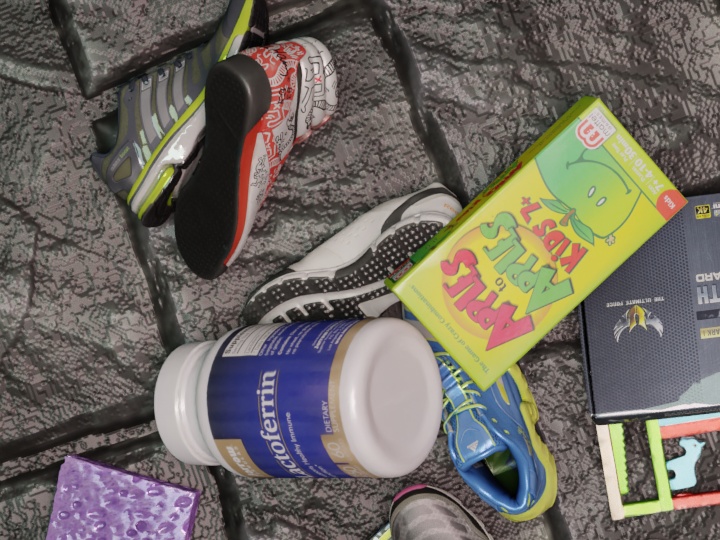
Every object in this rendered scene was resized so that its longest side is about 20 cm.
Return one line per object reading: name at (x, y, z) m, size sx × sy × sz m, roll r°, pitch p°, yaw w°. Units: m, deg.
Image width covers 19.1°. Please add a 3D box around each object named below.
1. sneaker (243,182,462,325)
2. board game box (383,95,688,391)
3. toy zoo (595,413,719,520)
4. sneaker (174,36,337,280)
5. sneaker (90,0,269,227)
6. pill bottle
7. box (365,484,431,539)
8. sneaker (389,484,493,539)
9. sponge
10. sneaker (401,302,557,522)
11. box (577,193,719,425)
sneaker at (0.000, 0.000, 1.625) m, size 0.199 × 0.080 × 0.074 m, roll -25°, pitch 116°, yaw 24°
board game box at (0.125, -0.020, 1.534) m, size 0.200 × 0.048 × 0.102 m, roll -43°, pitch 100°, yaw -1°
toy zoo at (0.276, 0.107, 1.600) m, size 0.199 × 0.020 × 0.132 m, roll -9°, pitch 90°, yaw 10°
sneaker at (-0.074, -0.086, 1.627) m, size 0.067 × 0.108 × 0.202 m, roll 38°, pitch 134°, yaw 27°
sneaker at (-0.140, -0.136, 1.636) m, size 0.081 × 0.074 × 0.200 m, roll 33°, pitch 95°, yaw 10°
pill bottle at (-0.049, 0.096, 1.577) m, size 0.199 × 0.116 × 0.116 m, roll -5°, pitch 91°, yaw 37°
box at (0.067, 0.284, 1.632) m, size 0.137 × 0.038 × 0.200 m, roll -42°, pitch 85°, yaw 8°
sneaker at (0.075, 0.252, 1.566) m, size 0.073 × 0.087 × 0.201 m, roll -22°, pitch 88°, yaw 8°
sponge at (-0.199, 0.255, 1.680) m, size 0.111 × 0.030 × 0.201 m, roll 13°, pitch 94°, yaw 8°
sneaker at (0.088, 0.095, 1.588) m, size 0.076 × 0.105 × 0.201 m, roll -30°, pitch 88°, yaw 9°
box at (0.260, 0.025, 1.568) m, size 0.199 × 0.051 × 0.158 m, roll -6°, pitch 78°, yaw 11°
